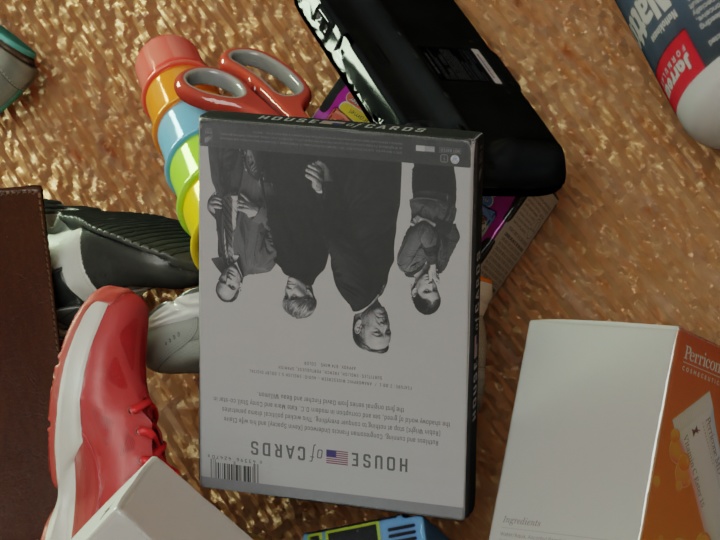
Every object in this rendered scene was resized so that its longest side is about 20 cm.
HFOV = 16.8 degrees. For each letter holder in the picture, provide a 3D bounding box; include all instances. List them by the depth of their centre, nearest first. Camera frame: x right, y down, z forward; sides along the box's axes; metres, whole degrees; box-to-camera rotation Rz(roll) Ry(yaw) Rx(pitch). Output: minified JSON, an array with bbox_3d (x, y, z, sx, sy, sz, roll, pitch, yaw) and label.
[{"bbox_3d":[-0.251,0.061,1.362,0.100,0.142,0.201,-8,88,49],"label":"letter holder"}]

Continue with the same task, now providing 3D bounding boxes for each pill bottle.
[{"bbox_3d":[0.210,-0.134,1.309,0.119,0.120,0.201,-29,69,10],"label":"pill bottle"}]

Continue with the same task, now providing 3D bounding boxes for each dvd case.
[{"bbox_3d":[-0.012,0.023,1.249,0.150,0.025,0.201,6,106,18],"label":"dvd case"}]

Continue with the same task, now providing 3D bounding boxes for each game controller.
[{"bbox_3d":[0.038,-0.107,1.350,0.042,0.104,0.200,-60,40,28],"label":"game controller"}]

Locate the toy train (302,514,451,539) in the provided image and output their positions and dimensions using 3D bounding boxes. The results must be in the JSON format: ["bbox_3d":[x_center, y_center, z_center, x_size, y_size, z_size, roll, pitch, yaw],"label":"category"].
[{"bbox_3d":[-0.035,0.200,1.288,0.199,0.087,0.115,-13,66,14],"label":"toy train"}]

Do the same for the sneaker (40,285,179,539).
[{"bbox_3d":[-0.101,0.112,1.270,0.115,0.078,0.201,5,87,17],"label":"sneaker"}]

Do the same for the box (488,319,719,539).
[{"bbox_3d":[0.141,0.137,1.247,0.097,0.124,0.201,2,76,43],"label":"box"}]

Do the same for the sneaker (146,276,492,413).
[{"bbox_3d":[-0.026,0.051,1.303,0.199,0.076,0.092,-6,80,18],"label":"sneaker"}]

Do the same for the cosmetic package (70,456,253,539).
[{"bbox_3d":[-0.065,0.197,1.188,0.200,0.074,0.102,43,111,-5],"label":"cosmetic package"}]

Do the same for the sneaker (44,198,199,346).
[{"bbox_3d":[-0.157,0.008,1.413,0.199,0.074,0.089,8,97,44],"label":"sneaker"}]

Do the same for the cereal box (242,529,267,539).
[{"bbox_3d":[-0.082,0.246,1.352,0.143,0.040,0.201,19,82,19],"label":"cereal box"}]

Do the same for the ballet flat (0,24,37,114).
[{"bbox_3d":[-0.281,-0.166,1.512,0.200,0.067,0.064,44,99,23],"label":"ballet flat"}]

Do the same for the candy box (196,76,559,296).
[{"bbox_3d":[0.000,0.000,1.377,0.136,0.061,0.200,35,88,22],"label":"candy box"}]

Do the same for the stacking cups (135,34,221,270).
[{"bbox_3d":[-0.094,-0.071,1.384,0.060,0.061,0.200,-37,40,6],"label":"stacking cups"}]

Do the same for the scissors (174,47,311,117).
[{"bbox_3d":[-0.028,-0.075,1.342,0.200,0.073,0.014,36,130,39],"label":"scissors"}]
